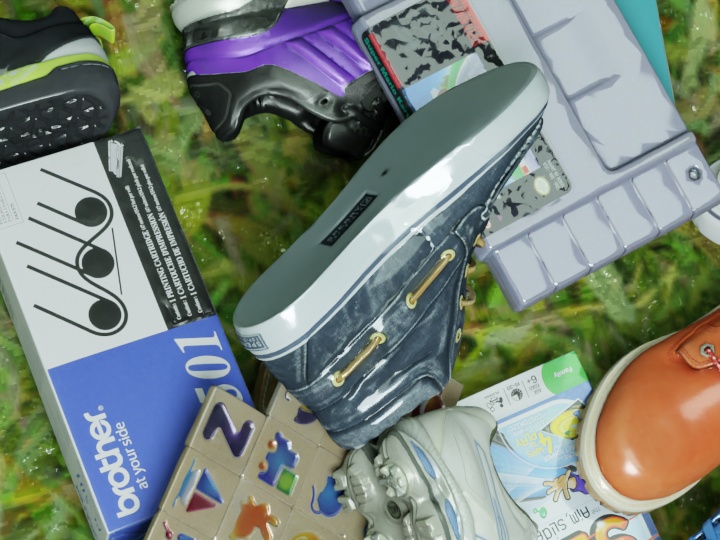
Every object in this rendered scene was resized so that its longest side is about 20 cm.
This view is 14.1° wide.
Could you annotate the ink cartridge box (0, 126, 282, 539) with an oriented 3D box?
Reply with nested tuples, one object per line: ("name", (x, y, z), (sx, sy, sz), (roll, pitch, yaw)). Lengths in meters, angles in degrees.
("ink cartridge box", (-0.119, 0.034, 1.463), (0.093, 0.044, 0.201), (-17, 71, -16))

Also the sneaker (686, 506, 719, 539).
("sneaker", (0.177, 0.161, 1.464), (0.078, 0.066, 0.201), (21, 109, -22))

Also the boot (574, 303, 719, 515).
("boot", (0.196, 0.049, 1.501), (0.200, 0.107, 0.075), (-38, 92, -27))

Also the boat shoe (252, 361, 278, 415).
("boat shoe", (0.000, 0.000, 1.491), (0.071, 0.076, 0.201), (20, 66, 19))

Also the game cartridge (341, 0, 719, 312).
("game cartridge", (0.083, -0.093, 1.482), (0.129, 0.038, 0.201), (-27, 83, -17))

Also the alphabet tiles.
("alphabet tiles", (-0.022, 0.123, 1.431), (0.167, 0.008, 0.201), (32, 71, -29))

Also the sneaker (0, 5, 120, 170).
("sneaker", (-0.219, -0.089, 1.487), (0.199, 0.072, 0.083), (-10, 55, -15))

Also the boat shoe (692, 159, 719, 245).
("boat shoe", (0.277, -0.052, 1.563), (0.198, 0.066, 0.072), (0, 54, -1))

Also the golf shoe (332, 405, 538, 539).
("golf shoe", (0.066, 0.162, 1.441), (0.097, 0.078, 0.201), (-25, 102, -40))

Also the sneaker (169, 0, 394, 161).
("sneaker", (0.005, -0.108, 1.531), (0.199, 0.070, 0.100), (-9, 80, -5))

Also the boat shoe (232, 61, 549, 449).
("boat shoe", (0.032, -0.008, 1.423), (0.200, 0.071, 0.091), (-44, 116, -12))

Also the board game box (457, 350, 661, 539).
("board game box", (0.048, 0.142, 1.500), (0.199, 0.034, 0.136), (-23, 83, -16))

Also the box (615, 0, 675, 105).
("box", (0.125, -0.124, 1.554), (0.049, 0.082, 0.201), (-7, 79, -14))
